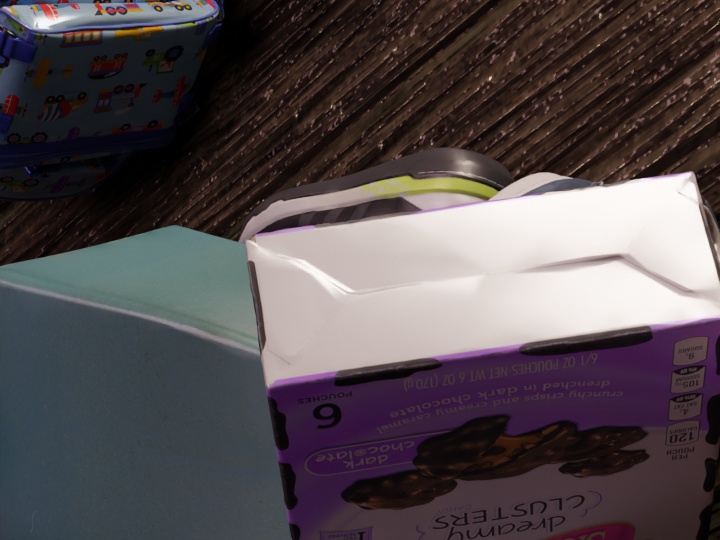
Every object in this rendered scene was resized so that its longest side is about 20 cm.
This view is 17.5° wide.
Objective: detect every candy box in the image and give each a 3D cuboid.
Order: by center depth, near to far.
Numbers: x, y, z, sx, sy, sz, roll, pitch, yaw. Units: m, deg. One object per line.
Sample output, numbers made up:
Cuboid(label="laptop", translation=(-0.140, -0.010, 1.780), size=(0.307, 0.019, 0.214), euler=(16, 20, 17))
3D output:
Cuboid(label="candy box", translation=(0.050, 0.062, 0.898), size=(0.201, 0.166, 0.072), euler=(84, 177, -52))

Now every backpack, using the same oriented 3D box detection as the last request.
Cuboid(label="backpack", translation=(-0.194, -0.119, 1.441), size=(0.135, 0.181, 0.201), euler=(57, 135, 33))

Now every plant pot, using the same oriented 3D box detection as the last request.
Cuboid(label="plant pot", translation=(-0.059, 0.071, 1.126), size=(0.199, 0.141, 0.143), euler=(10, 106, 37))

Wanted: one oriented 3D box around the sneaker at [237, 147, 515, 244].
Cuboid(label="sneaker", translation=(0.000, 0.000, 1.176), size=(0.199, 0.071, 0.083), euler=(-22, 56, 49))

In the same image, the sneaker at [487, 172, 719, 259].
Cuboid(label="sneaker", translation=(0.069, 0.028, 0.989), size=(0.202, 0.077, 0.146), euler=(-41, 28, -24))
